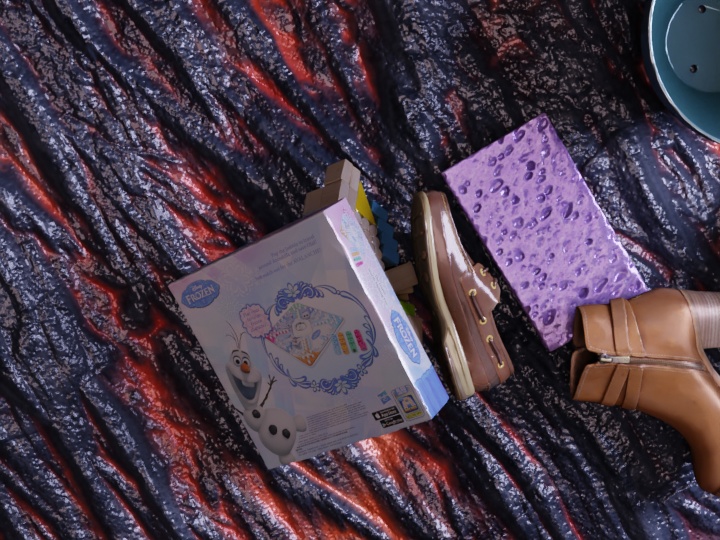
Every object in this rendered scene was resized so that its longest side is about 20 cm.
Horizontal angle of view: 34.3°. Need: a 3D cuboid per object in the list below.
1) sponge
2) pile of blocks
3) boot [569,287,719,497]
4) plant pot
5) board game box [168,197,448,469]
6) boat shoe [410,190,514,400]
[{"bbox_3d":[0.173,-0.036,1.096,0.111,0.030,0.201,-32,97,2],"label":"sponge"},{"bbox_3d":[0.000,0.000,1.086,0.062,0.082,0.201,-17,89,39],"label":"pile of blocks"},{"bbox_3d":[0.274,0.117,1.084,0.154,0.077,0.201,-4,103,-8],"label":"boot"},{"bbox_3d":[0.332,-0.207,1.029,0.199,0.135,0.201,0,97,-3],"label":"plant pot"},{"bbox_3d":[-0.050,0.062,1.042,0.199,0.043,0.200,-22,100,35],"label":"board game box"},{"bbox_3d":[0.093,0.018,1.082,0.067,0.072,0.201,-16,103,-6],"label":"boat shoe"}]
